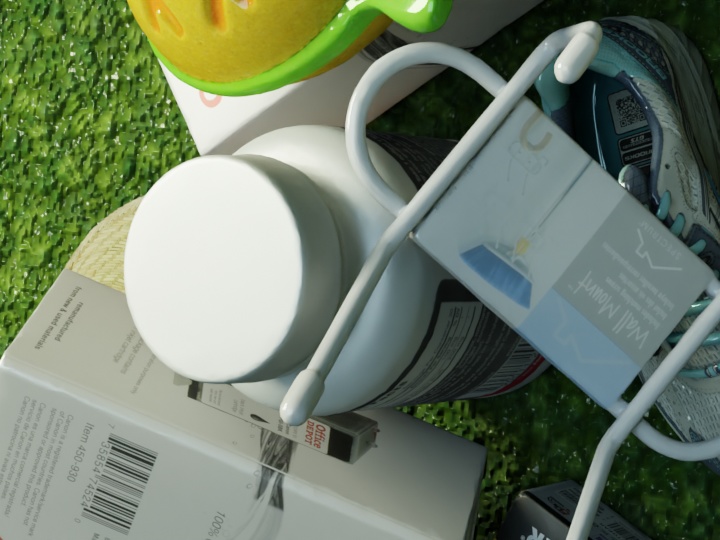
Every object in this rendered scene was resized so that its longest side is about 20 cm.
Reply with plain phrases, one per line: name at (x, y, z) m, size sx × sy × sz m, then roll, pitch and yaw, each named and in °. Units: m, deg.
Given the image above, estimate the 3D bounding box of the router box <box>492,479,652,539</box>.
router box at (0.113, 0.207, 0.823) m, size 0.200 × 0.052 × 0.158 m, roll 36°, pitch 109°, yaw 27°

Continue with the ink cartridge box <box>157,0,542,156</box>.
ink cartridge box at (-0.004, -0.156, 0.873) m, size 0.199 × 0.086 × 0.147 m, roll -33°, pitch 74°, yaw 26°

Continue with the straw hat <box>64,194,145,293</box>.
straw hat at (-0.099, 0.054, 0.934) m, size 0.200 × 0.085 × 0.203 m, roll 1°, pitch 92°, yaw 32°

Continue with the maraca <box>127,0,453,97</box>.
maraca at (-0.018, -0.135, 0.760) m, size 0.199 × 0.107 × 0.138 m, roll -5°, pitch 77°, yaw 46°

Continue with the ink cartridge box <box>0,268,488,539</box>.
ink cartridge box at (-0.064, 0.111, 0.852) m, size 0.199 × 0.083 × 0.147 m, roll 23°, pitch 120°, yaw 0°

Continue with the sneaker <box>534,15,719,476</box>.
sneaker at (0.115, -0.006, 0.799) m, size 0.077 × 0.086 × 0.201 m, roll -28°, pitch 76°, yaw 29°

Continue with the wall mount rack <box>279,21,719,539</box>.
wall mount rack at (0.064, 0.017, 0.711) m, size 0.200 × 0.075 × 0.174 m, roll 41°, pitch 82°, yaw -12°

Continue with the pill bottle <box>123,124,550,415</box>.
pill bottle at (0.000, 0.000, 0.804) m, size 0.110 × 0.200 × 0.112 m, roll 0°, pitch 89°, yaw 32°
